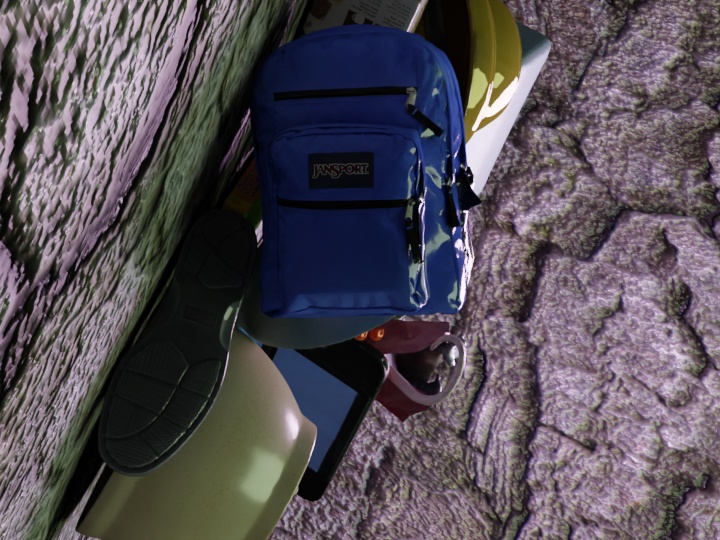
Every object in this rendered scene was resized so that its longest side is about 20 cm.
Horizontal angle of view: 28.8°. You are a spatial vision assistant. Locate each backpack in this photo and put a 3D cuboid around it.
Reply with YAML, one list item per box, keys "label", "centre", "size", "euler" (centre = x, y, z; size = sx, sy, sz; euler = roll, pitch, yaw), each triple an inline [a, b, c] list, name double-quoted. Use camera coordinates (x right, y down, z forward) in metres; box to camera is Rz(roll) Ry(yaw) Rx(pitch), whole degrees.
- label: "backpack"
  centre: [0.004, -0.070, 0.980]
  size: [0.168, 0.160, 0.203]
  euler: [-68, 156, -83]

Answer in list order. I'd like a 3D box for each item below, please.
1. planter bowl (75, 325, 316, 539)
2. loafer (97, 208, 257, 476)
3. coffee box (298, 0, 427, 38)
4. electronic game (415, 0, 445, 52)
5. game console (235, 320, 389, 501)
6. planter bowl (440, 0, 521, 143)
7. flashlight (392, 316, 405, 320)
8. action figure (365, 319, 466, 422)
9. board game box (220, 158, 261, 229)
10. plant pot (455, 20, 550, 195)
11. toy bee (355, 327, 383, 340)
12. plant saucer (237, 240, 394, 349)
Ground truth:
- label: "planter bowl"
  centre: [-0.118, 0.145, 1.102]
  size: [0.202, 0.134, 0.200]
  euler: [-59, -173, 12]
- label: "loafer"
  centre: [-0.126, 0.055, 0.991]
  size: [0.063, 0.071, 0.202]
  euler: [130, -16, -70]
- label: "coffee box"
  centre: [-0.007, -0.180, 1.137]
  size: [0.201, 0.079, 0.113]
  euler: [-64, 180, 41]
- label: "electronic game"
  centre: [0.023, -0.191, 1.253]
  size: [0.200, 0.041, 0.203]
  euler: [178, -90, -66]
- label: "game console"
  centre: [-0.095, 0.130, 1.259]
  size: [0.119, 0.171, 0.201]
  euler: [-48, 167, -51]
- label: "planter bowl"
  centre: [0.089, -0.190, 1.257]
  size: [0.200, 0.082, 0.203]
  euler: [177, -90, -66]
- label: "flashlight"
  centre: [-0.020, 0.041, 1.460]
  size: [0.067, 0.069, 0.199]
  euler: [-18, -176, -39]
- label: "action figure"
  centre: [-0.013, 0.077, 1.300]
  size: [0.149, 0.198, 0.135]
  euler: [-105, -144, -80]
- label: "board game box"
  centre: [-0.093, -0.062, 1.213]
  size: [0.096, 0.030, 0.200]
  euler: [-63, 178, 32]
- label: "plant pot"
  centre: [0.062, -0.179, 1.442]
  size: [0.198, 0.194, 0.200]
  euler: [-64, 176, 20]
- label: "toy bee"
  centre: [0.000, 0.000, 1.232]
  size: [0.200, 0.129, 0.110]
  euler: [-114, -142, -69]
- label: "plant saucer"
  centre: [-0.019, -0.019, 1.134]
  size: [0.039, 0.199, 0.202]
  euler: [62, 35, -32]
